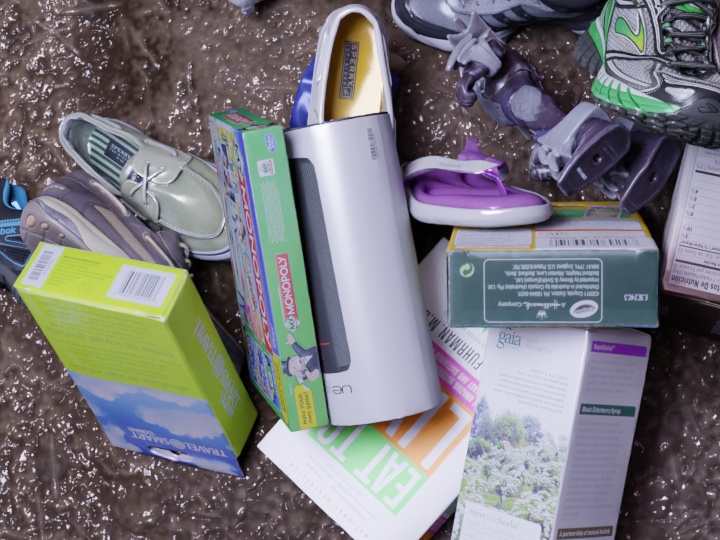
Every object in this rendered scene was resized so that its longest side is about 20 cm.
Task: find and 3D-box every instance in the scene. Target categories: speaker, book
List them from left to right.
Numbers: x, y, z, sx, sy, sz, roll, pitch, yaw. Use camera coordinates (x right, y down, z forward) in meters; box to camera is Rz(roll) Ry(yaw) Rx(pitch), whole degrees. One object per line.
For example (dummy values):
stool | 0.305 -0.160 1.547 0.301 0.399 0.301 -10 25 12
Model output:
speaker | 0.000 0.000 1.011 0.081 0.081 0.201 -9 94 17
book | 0.044 0.095 1.072 0.134 0.048 0.200 40 88 23

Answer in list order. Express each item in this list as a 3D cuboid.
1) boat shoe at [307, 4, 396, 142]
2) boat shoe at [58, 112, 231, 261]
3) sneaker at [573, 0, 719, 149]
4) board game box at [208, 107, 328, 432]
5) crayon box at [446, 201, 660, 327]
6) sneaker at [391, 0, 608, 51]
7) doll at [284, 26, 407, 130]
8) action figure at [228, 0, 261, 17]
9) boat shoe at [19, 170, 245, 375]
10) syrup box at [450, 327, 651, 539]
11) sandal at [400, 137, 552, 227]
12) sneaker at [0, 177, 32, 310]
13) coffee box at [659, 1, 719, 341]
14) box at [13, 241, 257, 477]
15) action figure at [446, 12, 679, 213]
boat shoe | -0.006 -0.089 1.077 0.071 0.070 0.201 4 93 -1
boat shoe | -0.156 -0.063 1.152 0.200 0.062 0.072 29 98 36
sneaker | 0.184 -0.138 0.934 0.078 0.200 0.085 18 114 -16
board game box | -0.064 -0.005 1.037 0.029 0.135 0.201 -11 103 -12
crayon box | 0.124 -0.007 0.990 0.125 0.200 0.052 0 101 6
sneaker | 0.107 -0.212 1.088 0.200 0.114 0.076 0 76 19
doll | -0.041 -0.078 1.141 0.136 0.048 0.200 23 91 19
action figure | -0.034 -0.268 1.163 0.193 0.105 0.200 -43 42 10
boat shoe | -0.152 0.002 1.108 0.074 0.200 0.073 -20 32 49
syrup box | 0.120 0.128 0.981 0.079 0.081 0.201 11 91 42
sandal | 0.065 -0.064 1.027 0.082 0.203 0.050 -8 103 -15
sneaker | -0.235 -0.005 1.178 0.200 0.073 0.082 28 84 23
coffee box | 0.247 -0.061 0.994 0.080 0.113 0.200 13 81 8
box | -0.151 0.066 1.077 0.122 0.200 0.048 11 56 22
action figure | 0.117 -0.104 1.019 0.069 0.130 0.200 -54 36 5
